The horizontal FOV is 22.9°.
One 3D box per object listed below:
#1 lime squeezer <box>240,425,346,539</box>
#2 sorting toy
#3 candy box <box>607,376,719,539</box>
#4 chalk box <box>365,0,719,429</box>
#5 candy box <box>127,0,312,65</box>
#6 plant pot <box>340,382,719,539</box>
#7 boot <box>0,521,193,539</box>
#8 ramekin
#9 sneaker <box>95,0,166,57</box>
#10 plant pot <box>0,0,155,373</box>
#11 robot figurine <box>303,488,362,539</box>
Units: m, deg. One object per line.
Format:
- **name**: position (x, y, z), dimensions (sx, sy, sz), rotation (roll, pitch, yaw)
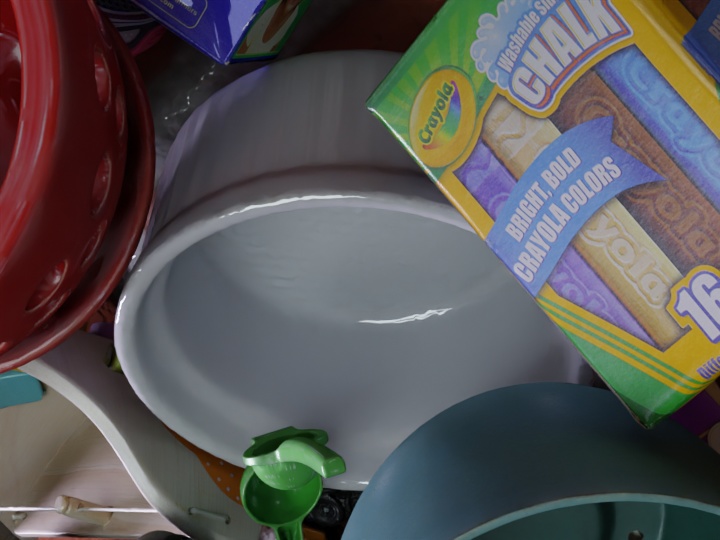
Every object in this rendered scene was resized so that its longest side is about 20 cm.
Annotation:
- **lime squeezer**: position (-0.031, 0.096, 0.738), dimensions (0.037, 0.071, 0.200), rotation (0, 148, -6)
- **sorting toy**: position (-0.160, 0.054, 0.835), dimensions (0.180, 0.108, 0.199), rotation (31, 155, -34)
- **candy box**: position (0.105, 0.139, 0.803), dimensions (0.199, 0.056, 0.117), rotation (-33, 93, 14)
- **chalk box**: position (0.098, -0.074, 0.625), dimensions (0.200, 0.124, 0.124), rotation (50, 136, 5)
- **candy box**: position (-0.057, -0.209, 0.684), dimensions (0.169, 0.077, 0.201), rotation (35, 106, 5)
- **plant pot**: position (0.075, 0.136, 0.684), dimensions (0.199, 0.161, 0.202), rotation (-2, 112, -4)
- **boot**: position (-0.134, 0.154, 0.835), dimensions (0.130, 0.068, 0.200), rotation (25, 155, 10)
- **ramekin**: position (0.000, 0.000, 0.757), dimensions (0.199, 0.098, 0.201), rotation (2, 140, 2)
- **sneaker**: position (-0.159, -0.174, 0.781), dimensions (0.200, 0.081, 0.075), rotation (47, 130, -5)
- **plant pot**: position (-0.176, -0.053, 0.652), dimensions (0.199, 0.182, 0.202), rotation (0, 88, 10)
- **robot figurine**: position (0.043, 0.169, 0.896), dimensions (0.199, 0.058, 0.146), rotation (16, 122, 16)
